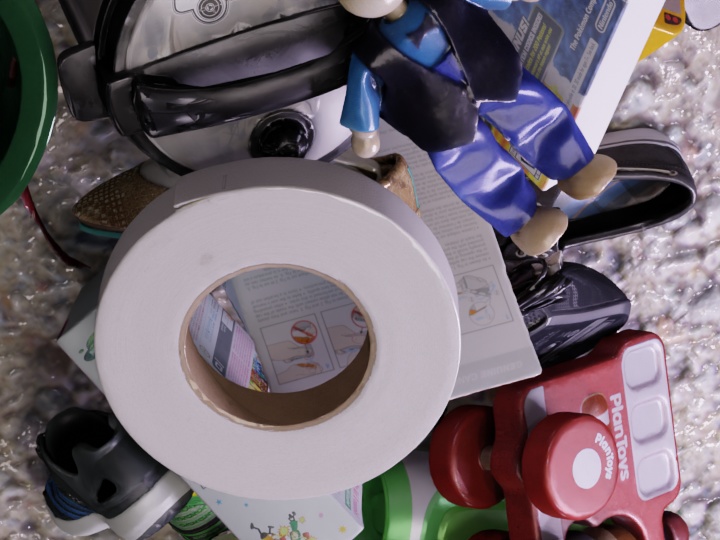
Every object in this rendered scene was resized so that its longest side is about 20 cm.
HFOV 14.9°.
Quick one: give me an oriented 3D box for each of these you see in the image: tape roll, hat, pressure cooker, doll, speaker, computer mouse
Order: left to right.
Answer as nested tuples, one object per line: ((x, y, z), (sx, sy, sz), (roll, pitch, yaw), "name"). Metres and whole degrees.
((-0.227, -0.105, 1.579), (0.166, 0.176, 0.200), (23, 106, 9), "hat")
((-0.067, -0.143, 1.505), (0.179, 0.200, 0.176), (27, 110, -31), "pressure cooker")
((-0.045, 0.033, 1.497), (0.203, 0.037, 0.203), (0, 120, 0), "tape roll")
((0.053, -0.102, 1.446), (0.136, 0.048, 0.200), (-47, 121, -4), "doll")
((0.096, 0.162, 1.833), (0.200, 0.088, 0.089), (3, 120, -22), "speaker")
((0.103, 0.025, 1.728), (0.138, 0.053, 0.200), (-36, 163, 24), "computer mouse")

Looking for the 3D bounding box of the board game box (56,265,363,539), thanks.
((-0.085, 0.079, 1.630), (0.064, 0.148, 0.200), (-42, 98, 9), "board game box")

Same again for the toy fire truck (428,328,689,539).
((0.147, 0.150, 1.759), (0.168, 0.112, 0.200), (-17, 101, -39), "toy fire truck")

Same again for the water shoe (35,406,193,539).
((-0.158, 0.112, 1.666), (0.071, 0.200, 0.079), (-42, 103, -19), "water shoe")

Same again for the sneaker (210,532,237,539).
((-0.042, 0.209, 1.794), (0.112, 0.073, 0.200), (-14, 158, -16), "sneaker")

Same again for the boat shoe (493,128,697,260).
((0.116, -0.036, 1.724), (0.200, 0.066, 0.070), (-11, 124, -14), "boat shoe")

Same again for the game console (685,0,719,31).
((0.257, -0.238, 1.610), (0.171, 0.118, 0.200), (-33, 126, -8), "game console")

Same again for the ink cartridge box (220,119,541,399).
((0.000, 0.000, 1.629), (0.160, 0.200, 0.047), (-15, 158, -11), "ink cartridge box")

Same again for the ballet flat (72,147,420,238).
((-0.064, -0.050, 1.581), (0.200, 0.071, 0.065), (2, 113, -8), "ballet flat")

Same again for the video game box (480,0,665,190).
((0.078, -0.168, 1.515), (0.047, 0.182, 0.200), (-30, 158, -29), "video game box")

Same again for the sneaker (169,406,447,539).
((-0.039, 0.114, 1.768), (0.200, 0.078, 0.085), (-19, 133, 3), "sneaker")

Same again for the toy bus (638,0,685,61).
((0.127, -0.152, 1.602), (0.065, 0.078, 0.200), (18, 149, -29), "toy bus")
